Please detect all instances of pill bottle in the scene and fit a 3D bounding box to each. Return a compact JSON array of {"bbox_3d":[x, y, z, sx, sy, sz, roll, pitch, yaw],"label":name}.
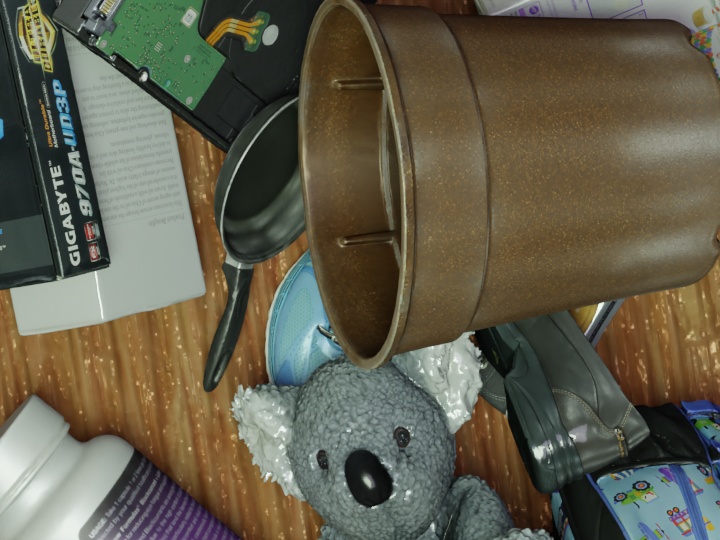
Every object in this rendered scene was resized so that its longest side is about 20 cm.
[{"bbox_3d":[-0.143,0.168,1.351,0.200,0.111,0.112,42,86,-8],"label":"pill bottle"}]

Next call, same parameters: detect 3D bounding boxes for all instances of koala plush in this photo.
[{"bbox_3d":[0.018,0.137,1.326,0.176,0.184,0.201,-24,89,10],"label":"koala plush"}]

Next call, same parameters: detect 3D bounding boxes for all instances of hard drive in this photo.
[{"bbox_3d":[-0.078,-0.154,1.320,0.038,0.200,0.140,31,88,33],"label":"hard drive"}]

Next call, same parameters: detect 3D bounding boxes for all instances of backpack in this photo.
[{"bbox_3d":[0.187,0.189,1.338,0.133,0.200,0.184,-12,112,-8],"label":"backpack"}]

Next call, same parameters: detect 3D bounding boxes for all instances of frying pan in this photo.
[{"bbox_3d":[-0.054,-0.028,1.387,0.031,0.115,0.191,32,131,26],"label":"frying pan"}]

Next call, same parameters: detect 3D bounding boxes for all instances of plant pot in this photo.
[{"bbox_3d":[0.086,-0.055,1.259,0.197,0.200,0.202,-5,93,-16],"label":"plant pot"}]

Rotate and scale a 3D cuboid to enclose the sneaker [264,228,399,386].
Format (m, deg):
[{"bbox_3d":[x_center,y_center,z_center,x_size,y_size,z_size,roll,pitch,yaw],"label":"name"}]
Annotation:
[{"bbox_3d":[0.000,0.000,1.375,0.078,0.090,0.201,21,90,-8],"label":"sneaker"}]

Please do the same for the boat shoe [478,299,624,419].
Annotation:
[{"bbox_3d":[0.132,0.000,1.412,0.066,0.070,0.201,31,92,17],"label":"boat shoe"}]

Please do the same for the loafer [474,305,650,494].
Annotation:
[{"bbox_3d":[0.106,0.032,1.349,0.072,0.073,0.201,-17,65,-4],"label":"loafer"}]

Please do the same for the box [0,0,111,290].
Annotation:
[{"bbox_3d":[-0.241,-0.063,1.302,0.199,0.046,0.160,-8,95,36],"label":"box"}]

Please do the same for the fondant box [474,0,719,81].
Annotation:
[{"bbox_3d":[0.177,-0.149,1.363,0.199,0.058,0.145,-22,131,3],"label":"fondant box"}]

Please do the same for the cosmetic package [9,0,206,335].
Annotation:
[{"bbox_3d":[-0.162,-0.072,1.336,0.071,0.101,0.202,-9,94,34],"label":"cosmetic package"}]
